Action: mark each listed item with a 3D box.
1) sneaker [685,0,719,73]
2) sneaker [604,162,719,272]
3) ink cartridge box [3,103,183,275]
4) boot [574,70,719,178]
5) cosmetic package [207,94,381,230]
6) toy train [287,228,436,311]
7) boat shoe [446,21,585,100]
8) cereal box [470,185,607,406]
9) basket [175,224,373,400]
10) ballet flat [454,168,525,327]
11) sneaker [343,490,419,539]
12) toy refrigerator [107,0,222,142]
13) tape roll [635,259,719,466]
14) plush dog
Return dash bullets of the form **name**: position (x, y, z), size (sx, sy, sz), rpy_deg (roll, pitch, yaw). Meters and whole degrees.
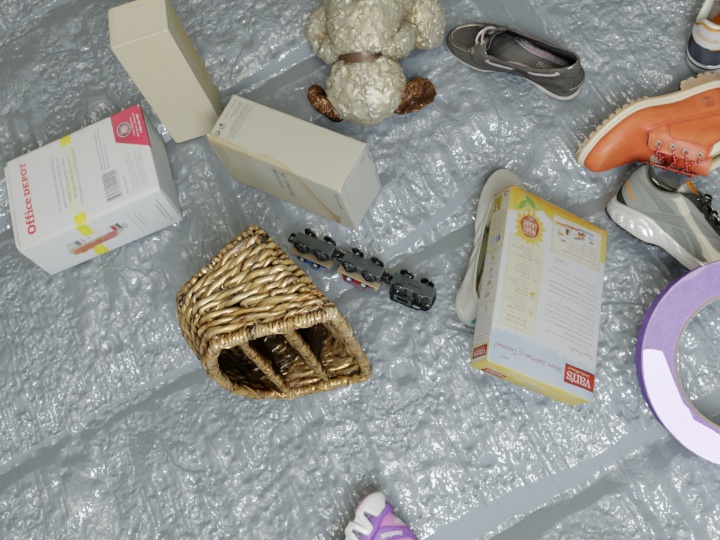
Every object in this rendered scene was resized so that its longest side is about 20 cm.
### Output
- **sneaker**: position (0.479, -0.332, 0.997), size (0.078, 0.080, 0.201), rpy_deg (35, 76, 24)
- **sneaker**: position (0.365, -0.044, 0.878), size (0.199, 0.073, 0.080), rpy_deg (36, 115, 23)
- **ink cartridge box**: position (-0.350, -0.105, 1.070), size (0.196, 0.084, 0.147), rpy_deg (-22, 63, 2)
- **boot**: position (0.353, -0.147, 0.945), size (0.197, 0.075, 0.109), rpy_deg (-23, 68, 0)
- **cosmetic package**: position (-0.081, -0.135, 1.015), size (0.197, 0.104, 0.074), rpy_deg (24, 73, 22)
- **toy train**: position (0.000, 0.000, 0.969), size (0.197, 0.046, 0.034), rpy_deg (23, 60, 18)
- **boat shoe**: position (0.198, -0.284, 1.046), size (0.198, 0.057, 0.067), rpy_deg (28, 74, 22)
- **cereal box**: position (0.195, 0.027, 0.875), size (0.142, 0.039, 0.204), rpy_deg (23, 66, -22)
- **basket**: position (-0.094, 0.080, 0.865), size (0.142, 0.201, 0.149), rpy_deg (-42, 65, -10)
- **ballet flat**: position (0.161, -0.032, 0.932), size (0.068, 0.070, 0.204), rpy_deg (13, 70, 17)
- **sneaker**: position (-0.005, 0.327, 0.807), size (0.087, 0.081, 0.202), rpy_deg (30, 74, 15)
- **toy refrigerator**: position (-0.246, -0.258, 1.051), size (0.074, 0.201, 0.071), rpy_deg (-16, 63, 5)
- **tape roll**: position (0.375, 0.090, 0.799), size (0.195, 0.066, 0.205), rpy_deg (-1, 85, 14)
- **plush dog**: position (0.011, -0.275, 1.049), size (0.195, 0.160, 0.176), rpy_deg (-3, 91, 13)
